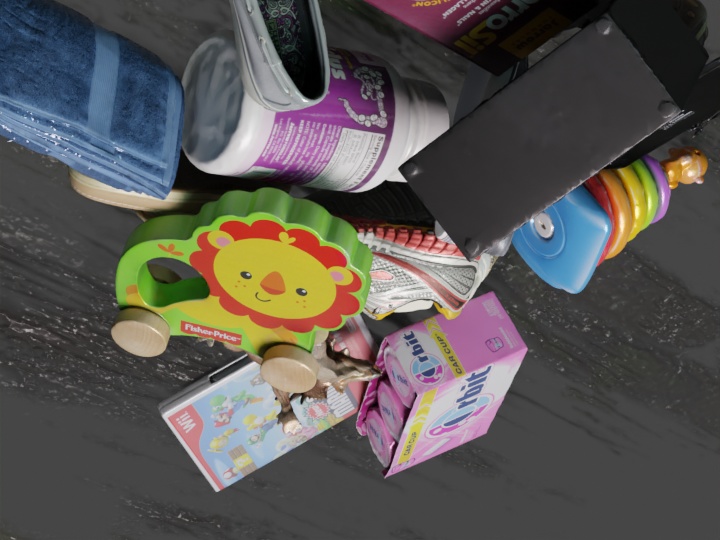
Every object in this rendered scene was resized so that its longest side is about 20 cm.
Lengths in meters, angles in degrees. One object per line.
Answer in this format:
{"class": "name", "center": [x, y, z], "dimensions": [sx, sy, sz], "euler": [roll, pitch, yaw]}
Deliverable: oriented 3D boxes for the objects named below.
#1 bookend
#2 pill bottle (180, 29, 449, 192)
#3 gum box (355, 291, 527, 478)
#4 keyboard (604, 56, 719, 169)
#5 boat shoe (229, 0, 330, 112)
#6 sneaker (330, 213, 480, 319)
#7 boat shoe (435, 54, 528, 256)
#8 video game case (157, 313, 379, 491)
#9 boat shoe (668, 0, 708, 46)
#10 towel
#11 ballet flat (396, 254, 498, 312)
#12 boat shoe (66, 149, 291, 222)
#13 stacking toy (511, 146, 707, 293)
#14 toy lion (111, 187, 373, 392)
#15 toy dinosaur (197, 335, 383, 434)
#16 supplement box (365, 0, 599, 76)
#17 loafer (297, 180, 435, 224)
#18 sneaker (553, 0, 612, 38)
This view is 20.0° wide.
{"class": "bookend", "center": [0.153, -0.123, 1.563], "dimensions": [0.199, 0.092, 0.200], "euler": [-36, -175, 23]}
{"class": "pill bottle", "center": [-0.033, -0.120, 1.587], "dimensions": [0.200, 0.112, 0.112], "euler": [5, 128, -36]}
{"class": "gum box", "center": [0.070, 0.109, 1.871], "dimensions": [0.113, 0.066, 0.200], "euler": [-22, 157, -20]}
{"class": "keyboard", "center": [0.260, -0.141, 1.698], "dimensions": [0.104, 0.040, 0.200], "euler": [3, 156, -40]}
{"class": "boat shoe", "center": [-0.061, -0.211, 1.449], "dimensions": [0.070, 0.071, 0.201], "euler": [-23, 108, -33]}
{"class": "sneaker", "center": [0.000, 0.000, 1.648], "dimensions": [0.199, 0.078, 0.082], "euler": [6, 99, -10]}
{"class": "boat shoe", "center": [0.115, -0.108, 1.642], "dimensions": [0.068, 0.201, 0.072], "euler": [19, 158, -16]}
{"class": "video game case", "center": [-0.073, 0.115, 1.873], "dimensions": [0.200, 0.017, 0.143], "euler": [-29, 140, -1]}
{"class": "boat shoe", "center": [0.214, -0.155, 1.732], "dimensions": [0.200, 0.075, 0.073], "euler": [-31, 140, 2]}
{"class": "towel", "center": [-0.207, -0.134, 1.475], "dimensions": [0.048, 0.112, 0.200], "euler": [-12, 154, 40]}
{"class": "ballet flat", "center": [0.054, 0.005, 1.794], "dimensions": [0.199, 0.075, 0.068], "euler": [-10, 132, -24]}
{"class": "boat shoe", "center": [-0.147, -0.058, 1.611], "dimensions": [0.200, 0.071, 0.065], "euler": [6, 127, -37]}
{"class": "stacking toy", "center": [0.235, -0.071, 1.826], "dimensions": [0.200, 0.116, 0.110], "euler": [-23, 150, -32]}
{"class": "toy lion", "center": [-0.092, 0.004, 1.587], "dimensions": [0.199, 0.069, 0.192], "euler": [13, 141, 4]}
{"class": "toy dinosaur", "center": [-0.078, 0.057, 1.754], "dimensions": [0.200, 0.136, 0.086], "euler": [44, 94, -9]}
{"class": "supplement box", "center": [0.068, -0.240, 1.513], "dimensions": [0.200, 0.086, 0.110], "euler": [25, 134, -37]}
{"class": "loafer", "center": [0.000, -0.041, 1.729], "dimensions": [0.199, 0.075, 0.070], "euler": [-19, 152, -6]}
{"class": "sneaker", "center": [0.204, -0.276, 1.617], "dimensions": [0.115, 0.075, 0.200], "euler": [-11, 142, -35]}
